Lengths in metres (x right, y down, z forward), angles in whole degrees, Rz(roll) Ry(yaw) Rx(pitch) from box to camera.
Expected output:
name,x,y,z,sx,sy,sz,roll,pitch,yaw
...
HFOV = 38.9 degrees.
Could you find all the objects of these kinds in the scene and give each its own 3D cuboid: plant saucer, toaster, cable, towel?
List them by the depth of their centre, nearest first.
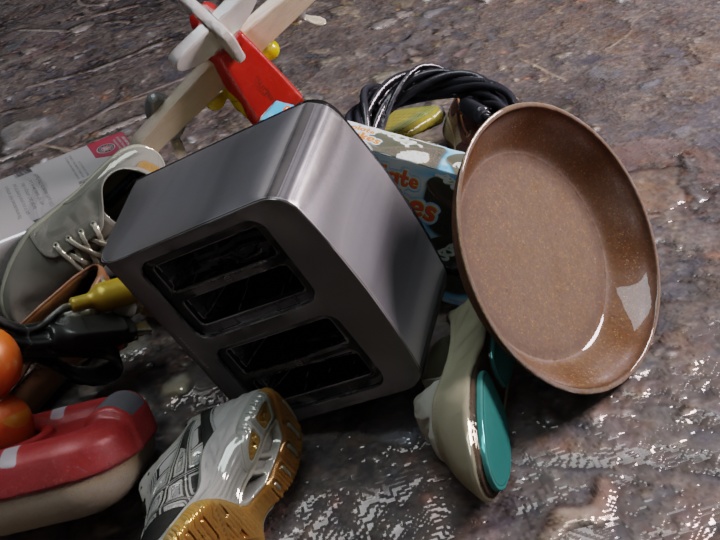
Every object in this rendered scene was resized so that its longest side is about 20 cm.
name,x,y,z,sx,sy,sz,roll,pitch,yaw
plant saucer,0.128,-0.014,0.694,0.037,0.201,0.200,-19,19,50
toaster,-0.047,-0.001,0.696,0.199,0.181,0.119,-19,34,29
cable,-0.239,0.045,0.754,0.199,0.097,0.050,0,41,-41
cable,0.061,-0.122,0.891,0.163,0.051,0.200,-5,45,25
towel,-0.021,-0.114,1.017,0.200,0.023,0.143,-35,25,-30

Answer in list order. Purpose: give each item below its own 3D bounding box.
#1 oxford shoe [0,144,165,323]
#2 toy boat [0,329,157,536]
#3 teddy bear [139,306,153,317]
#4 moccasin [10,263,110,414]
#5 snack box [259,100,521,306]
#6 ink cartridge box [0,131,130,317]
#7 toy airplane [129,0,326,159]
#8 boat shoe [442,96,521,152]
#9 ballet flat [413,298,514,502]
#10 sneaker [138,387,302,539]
name,x,y,z,sx,sy,sz,roll,pitch,yaw
oxford shoe,-0.243,-0.027,0.897,0.200,0.075,0.058,-48,35,0
toy boat,-0.244,0.101,0.678,0.199,0.131,0.131,-13,7,1
teddy bear,-0.133,0.001,0.887,0.145,0.067,0.200,-27,27,-35
moccasin,-0.269,0.067,0.813,0.073,0.078,0.201,15,43,38
snack box,0.016,-0.048,0.780,0.199,0.117,0.037,17,38,9
ink cartridge box,-0.294,-0.043,0.986,0.199,0.085,0.146,-23,33,-16
toy airplane,-0.123,-0.199,0.968,0.199,0.200,0.141,-11,39,-35
boat shoe,0.124,-0.131,0.946,0.072,0.072,0.200,5,27,-10
ballet flat,0.069,0.081,0.675,0.069,0.070,0.200,-4,29,16
sneaker,-0.104,0.159,0.631,0.087,0.076,0.200,-16,25,29
